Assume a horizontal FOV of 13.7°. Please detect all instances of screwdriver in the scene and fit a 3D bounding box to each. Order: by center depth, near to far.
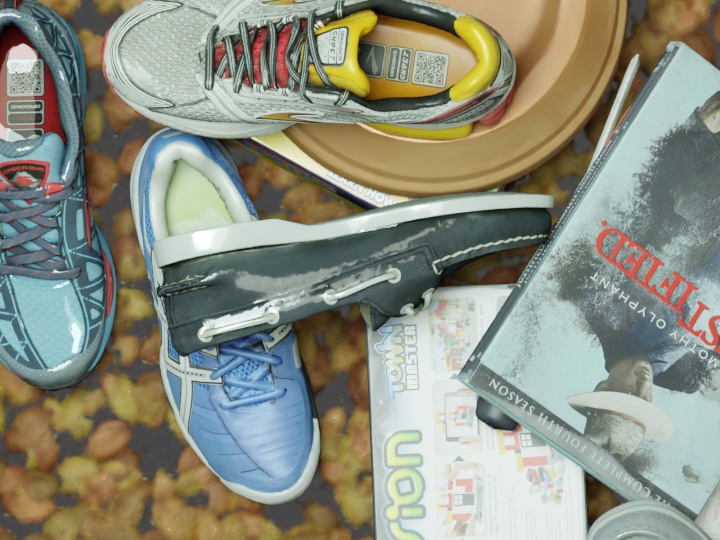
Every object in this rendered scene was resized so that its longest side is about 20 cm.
[{"bbox_3d":[0.099,-0.016,1.491,0.029,0.028,0.201,19,87,-26],"label":"screwdriver"}]

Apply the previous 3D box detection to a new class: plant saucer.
[{"bbox_3d":[0.035,-0.137,1.482,0.199,0.037,0.202,0,83,0],"label":"plant saucer"}]

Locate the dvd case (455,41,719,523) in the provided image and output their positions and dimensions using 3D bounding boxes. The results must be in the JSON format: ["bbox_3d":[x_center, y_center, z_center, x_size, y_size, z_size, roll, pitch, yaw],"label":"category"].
[{"bbox_3d":[0.157,0.010,1.483,0.146,0.022,0.201,36,85,-16],"label":"dvd case"}]

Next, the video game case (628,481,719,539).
[{"bbox_3d":[0.234,0.089,1.519,0.181,0.023,0.201,12,83,2],"label":"video game case"}]

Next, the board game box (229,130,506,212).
[{"bbox_3d":[0.004,-0.123,1.526,0.199,0.057,0.166,27,86,3],"label":"board game box"}]

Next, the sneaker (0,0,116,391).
[{"bbox_3d":[-0.172,-0.040,1.499,0.079,0.096,0.201,-9,84,0],"label":"sneaker"}]

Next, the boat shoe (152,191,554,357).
[{"bbox_3d":[0.000,0.000,1.448,0.199,0.076,0.061,-9,89,-6],"label":"boat shoe"}]

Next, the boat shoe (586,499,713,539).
[{"bbox_3d":[0.172,0.207,1.468,0.074,0.065,0.203,-23,97,7],"label":"boat shoe"}]

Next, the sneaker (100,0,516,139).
[{"bbox_3d":[-0.024,-0.106,1.419,0.198,0.082,0.078,0,84,0],"label":"sneaker"}]

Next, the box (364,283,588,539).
[{"bbox_3d":[0.059,0.108,1.512,0.109,0.035,0.202,-2,84,1],"label":"box"}]

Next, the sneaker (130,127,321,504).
[{"bbox_3d":[-0.073,0.022,1.502,0.075,0.077,0.201,-20,86,-3],"label":"sneaker"}]
